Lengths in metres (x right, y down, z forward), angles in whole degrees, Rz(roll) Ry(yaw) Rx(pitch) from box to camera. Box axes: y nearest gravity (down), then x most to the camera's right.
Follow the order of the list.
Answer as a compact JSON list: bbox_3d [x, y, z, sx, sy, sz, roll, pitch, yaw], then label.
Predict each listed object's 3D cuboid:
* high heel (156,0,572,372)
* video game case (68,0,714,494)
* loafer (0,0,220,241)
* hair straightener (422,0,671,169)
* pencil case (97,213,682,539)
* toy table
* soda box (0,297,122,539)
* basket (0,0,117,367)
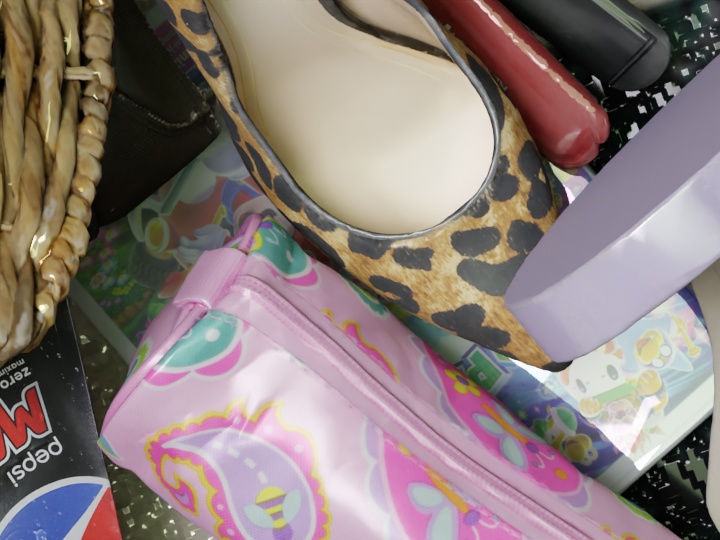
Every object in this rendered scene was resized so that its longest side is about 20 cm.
[{"bbox_3d":[-0.004,-0.047,0.783,0.071,0.143,0.200,-37,94,2],"label":"high heel"},{"bbox_3d":[0.000,0.000,0.888,0.143,0.018,0.200,-42,86,8],"label":"video game case"},{"bbox_3d":[-0.097,-0.105,0.873,0.071,0.073,0.201,-20,82,-11],"label":"loafer"},{"bbox_3d":[0.013,-0.120,0.872,0.200,0.041,0.077,41,60,5],"label":"hair straightener"},{"bbox_3d":[0.025,0.070,0.831,0.200,0.087,0.088,36,97,0],"label":"pencil case"},{"bbox_3d":[0.134,-0.005,0.790,0.117,0.184,0.200,50,54,-4],"label":"toy table"},{"bbox_3d":[-0.105,0.090,0.857,0.063,0.071,0.201,-17,102,-26],"label":"soda box"},{"bbox_3d":[-0.154,-0.055,0.785,0.142,0.149,0.201,2,71,-29],"label":"basket"}]
